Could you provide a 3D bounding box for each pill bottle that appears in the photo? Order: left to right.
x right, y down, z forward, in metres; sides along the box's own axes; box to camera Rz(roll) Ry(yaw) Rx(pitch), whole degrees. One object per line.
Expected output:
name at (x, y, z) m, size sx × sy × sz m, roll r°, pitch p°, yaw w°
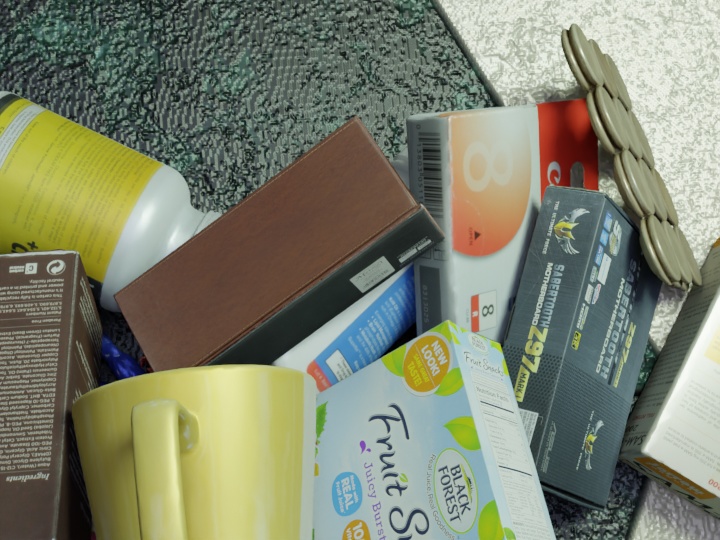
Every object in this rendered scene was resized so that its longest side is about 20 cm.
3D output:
pill bottle at (-0.192, -0.039, 0.817) m, size 0.198 × 0.112 × 0.113 m, roll 25°, pitch 79°, yaw -1°
pill bottle at (0.000, 0.000, 0.832) m, size 0.200 × 0.112 × 0.112 m, roll -43°, pitch 87°, yaw -12°

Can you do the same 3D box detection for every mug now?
mug at (-0.102, 0.146, 0.659) m, size 0.148 × 0.186 × 0.155 m, roll -18°, pitch 70°, yaw 31°

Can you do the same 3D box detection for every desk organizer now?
desk organizer at (-0.052, -0.002, 0.730) m, size 0.199 × 0.072 × 0.077 m, roll -36°, pitch 70°, yaw 5°

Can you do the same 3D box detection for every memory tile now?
memory tile at (0.205, -0.081, 0.856) m, size 0.017 × 0.153 × 0.203 m, roll -24°, pitch 79°, yaw 22°

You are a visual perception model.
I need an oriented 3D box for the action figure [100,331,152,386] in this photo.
action figure at (-0.166, 0.094, 0.833) m, size 0.199 × 0.052 × 0.066 m, roll 39°, pitch 73°, yaw -1°

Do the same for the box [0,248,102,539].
box at (-0.209, 0.099, 0.722) m, size 0.074 × 0.101 × 0.202 m, roll -4°, pitch 55°, yaw -4°

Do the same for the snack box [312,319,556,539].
snack box at (0.030, 0.159, 0.697) m, size 0.168 × 0.067 × 0.202 m, roll -31°, pitch 57°, yaw 29°

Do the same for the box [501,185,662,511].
box at (0.155, 0.061, 0.816) m, size 0.050 × 0.157 × 0.203 m, roll 12°, pitch 79°, yaw 32°

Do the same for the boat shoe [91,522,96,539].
boat shoe at (-0.206, 0.200, 0.753) m, size 0.197 × 0.069 × 0.075 m, roll -13°, pitch 81°, yaw -8°

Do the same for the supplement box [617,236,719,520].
supplement box at (0.296, 0.083, 0.870) m, size 0.125 × 0.074 × 0.202 m, roll 31°, pitch 78°, yaw -1°

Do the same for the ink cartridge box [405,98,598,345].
ink cartridge box at (0.122, -0.037, 0.817) m, size 0.198 × 0.050 × 0.165 m, roll -11°, pitch 103°, yaw -36°
